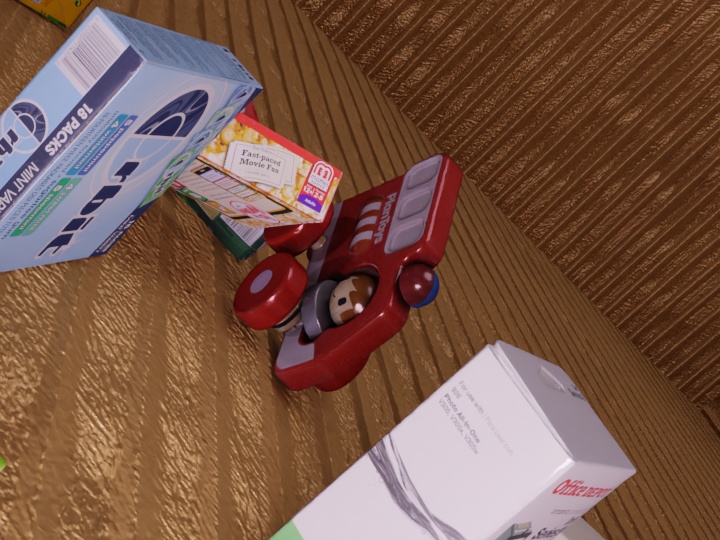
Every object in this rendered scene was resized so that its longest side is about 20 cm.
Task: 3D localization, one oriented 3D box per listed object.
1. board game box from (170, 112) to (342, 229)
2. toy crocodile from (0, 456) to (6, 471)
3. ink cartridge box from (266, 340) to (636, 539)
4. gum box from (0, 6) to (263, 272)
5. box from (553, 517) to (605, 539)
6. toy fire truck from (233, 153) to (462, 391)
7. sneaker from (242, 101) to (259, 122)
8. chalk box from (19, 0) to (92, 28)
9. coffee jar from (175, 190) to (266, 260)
[{"bbox_3d":[-0.133,-0.097,0.896,0.198,0.047,0.151,29,-13,-25],"label":"board game box"},{"bbox_3d":[-0.184,0.087,0.425,0.067,0.062,0.200,44,9,-12],"label":"toy crocodile"},{"bbox_3d":[0.050,0.144,0.675,0.084,0.200,0.146,53,15,25],"label":"ink cartridge box"},{"bbox_3d":[-0.160,-0.074,0.707,0.045,0.170,0.200,47,13,6],"label":"gum box"},{"bbox_3d":[0.179,0.273,0.961,0.200,0.095,0.078,42,14,-18],"label":"box"},{"bbox_3d":[0.000,0.000,0.940,0.112,0.167,0.202,44,42,-27],"label":"toy fire truck"},{"bbox_3d":[-0.122,-0.118,1.215,0.116,0.078,0.201,48,22,-35],"label":"sneaker"},{"bbox_3d":[-0.327,-0.364,1.121,0.201,0.124,0.123,54,15,30],"label":"chalk box"},{"bbox_3d":[-0.144,-0.111,1.049,0.200,0.085,0.104,46,23,-6],"label":"coffee jar"}]
